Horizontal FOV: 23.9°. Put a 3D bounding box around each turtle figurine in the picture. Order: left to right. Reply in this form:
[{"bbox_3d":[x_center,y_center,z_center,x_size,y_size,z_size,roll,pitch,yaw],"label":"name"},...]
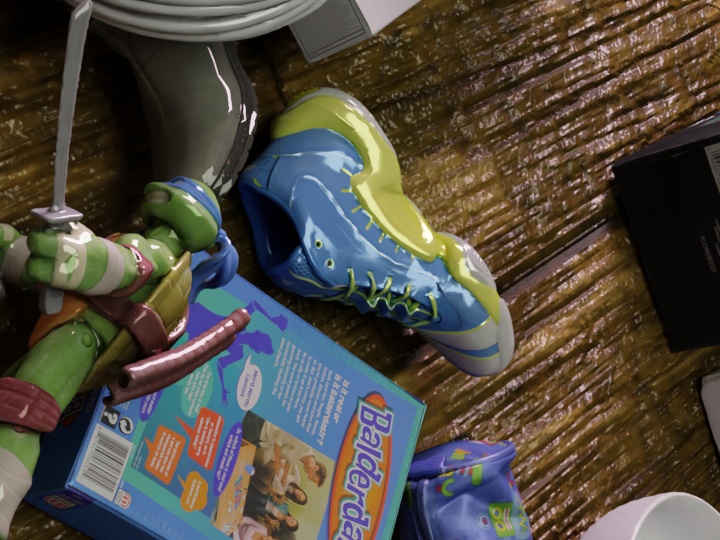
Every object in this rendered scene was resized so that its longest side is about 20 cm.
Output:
[{"bbox_3d":[-0.159,0.010,0.748,0.194,0.144,0.200,-61,141,-21],"label":"turtle figurine"}]

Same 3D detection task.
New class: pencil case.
[{"bbox_3d":[0.068,0.196,0.955,0.087,0.078,0.200,3,74,-67],"label":"pencil case"}]

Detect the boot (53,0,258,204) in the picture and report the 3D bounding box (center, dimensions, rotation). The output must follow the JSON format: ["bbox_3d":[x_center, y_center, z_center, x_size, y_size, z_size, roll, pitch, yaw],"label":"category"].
[{"bbox_3d":[-0.122,-0.121,0.871,0.131,0.068,0.200,27,45,-32],"label":"boot"}]

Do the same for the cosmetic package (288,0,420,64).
[{"bbox_3d":[0.007,-0.192,0.998,0.083,0.051,0.200,64,30,-12],"label":"cosmetic package"}]

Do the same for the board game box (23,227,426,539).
[{"bbox_3d":[-0.063,0.092,0.883,0.200,0.045,0.152,37,55,-30],"label":"board game box"}]

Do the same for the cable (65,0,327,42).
[{"bbox_3d":[-0.091,-0.204,0.840,0.200,0.069,0.200,-18,63,-28],"label":"cable"}]

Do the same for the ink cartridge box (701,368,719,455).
[{"bbox_3d":[0.353,0.117,1.252,0.200,0.086,0.147,-17,90,-47],"label":"ink cartridge box"}]

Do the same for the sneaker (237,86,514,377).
[{"bbox_3d":[0.000,0.000,0.963,0.105,0.076,0.200,-43,102,-29],"label":"sneaker"}]

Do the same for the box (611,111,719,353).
[{"bbox_3d":[0.301,-0.048,1.220,0.200,0.124,0.149,-24,97,-46],"label":"box"}]

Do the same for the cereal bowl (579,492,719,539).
[{"bbox_3d":[0.176,0.238,1.036,0.200,0.083,0.201,23,61,-48],"label":"cereal bowl"}]
